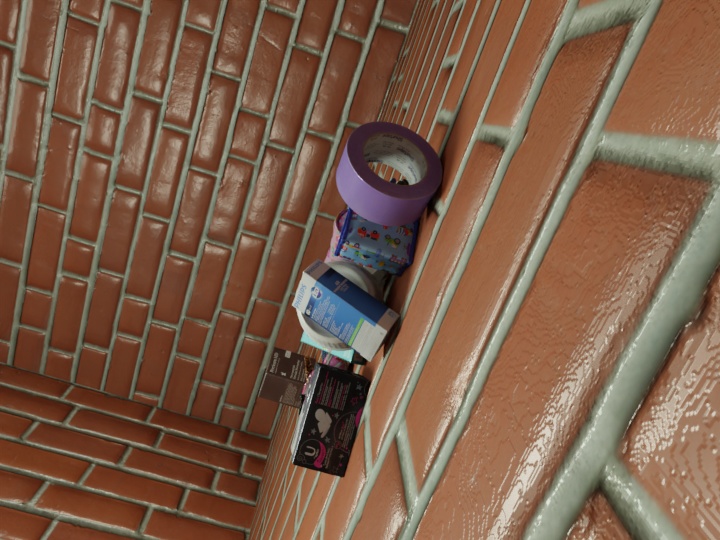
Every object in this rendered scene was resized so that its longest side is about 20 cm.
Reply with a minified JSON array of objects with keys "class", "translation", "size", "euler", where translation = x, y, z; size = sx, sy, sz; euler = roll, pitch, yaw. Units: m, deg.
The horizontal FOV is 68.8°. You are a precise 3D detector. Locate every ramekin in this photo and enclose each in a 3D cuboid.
[{"class":"ramekin","translation":[-0.050,0.071,1.146],"size":[0.094,0.200,0.204],"euler":[56,-130,-79]}]

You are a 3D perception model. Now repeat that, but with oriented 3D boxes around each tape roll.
[{"class":"tape roll","translation":[0.056,-0.193,1.041],"size":[0.085,0.198,0.202],"euler":[120,166,-54]}]

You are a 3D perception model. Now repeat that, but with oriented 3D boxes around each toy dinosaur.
[{"class":"toy dinosaur","translation":[-0.129,0.337,1.428],"size":[0.102,0.201,0.136],"euler":[-34,9,-5]}]

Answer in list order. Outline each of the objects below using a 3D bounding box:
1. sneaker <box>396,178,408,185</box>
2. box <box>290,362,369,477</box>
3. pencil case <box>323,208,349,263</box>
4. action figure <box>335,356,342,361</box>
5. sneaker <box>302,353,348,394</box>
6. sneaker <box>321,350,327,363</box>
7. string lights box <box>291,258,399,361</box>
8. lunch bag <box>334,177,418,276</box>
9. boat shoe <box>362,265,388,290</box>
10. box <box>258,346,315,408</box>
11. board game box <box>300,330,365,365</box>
[{"class":"sneaker","translation":[0.077,-0.113,1.222],"size":[0.201,0.077,0.085],"euler":[-60,-3,-14]},{"class":"box","translation":[-0.070,0.310,1.123],"size":[0.132,0.114,0.202],"euler":[152,136,-79]},{"class":"pencil case","translation":[-0.033,-0.056,1.228],"size":[0.201,0.086,0.088],"euler":[109,175,-58]},{"class":"action figure","translation":[-0.027,0.125,1.335],"size":[0.052,0.065,0.202],"euler":[48,-137,-60]},{"class":"sneaker","translation":[-0.066,0.269,1.351],"size":[0.200,0.088,0.082],"euler":[-47,-17,-49]},{"class":"sneaker","translation":[-0.079,0.259,1.531],"size":[0.078,0.069,0.202],"euler":[123,157,-53]},{"class":"string lights box","translation":[-0.033,0.078,1.039],"size":[0.059,0.199,0.103],"euler":[-44,-15,-46]},{"class":"lunch bag","translation":[0.046,-0.112,1.112],"size":[0.094,0.149,0.202],"euler":[126,160,-67]},{"class":"boat shoe","translation":[0.034,0.024,1.260],"size":[0.200,0.070,0.070],"euler":[135,127,-58]},{"class":"box","translation":[-0.320,0.471,2.306],"size":[0.167,0.198,0.165],"euler":[-83,14,-54]},{"class":"board game box","translation":[-0.049,0.127,1.275],"size":[0.199,0.047,0.153],"euler":[13,83,48]}]
